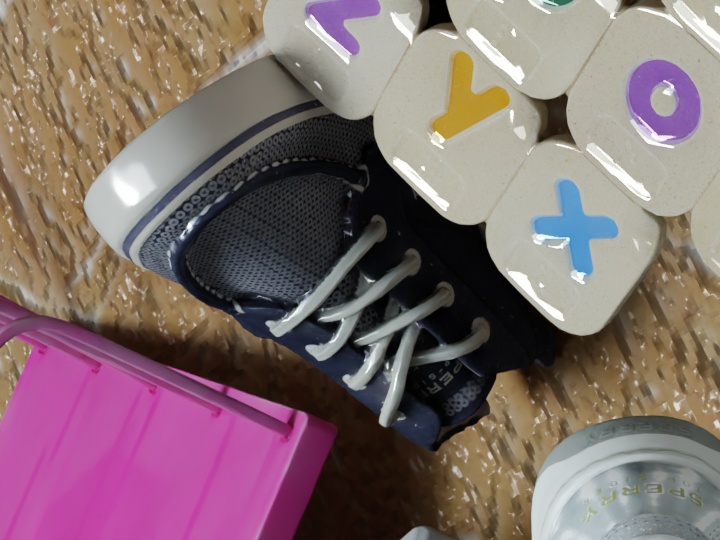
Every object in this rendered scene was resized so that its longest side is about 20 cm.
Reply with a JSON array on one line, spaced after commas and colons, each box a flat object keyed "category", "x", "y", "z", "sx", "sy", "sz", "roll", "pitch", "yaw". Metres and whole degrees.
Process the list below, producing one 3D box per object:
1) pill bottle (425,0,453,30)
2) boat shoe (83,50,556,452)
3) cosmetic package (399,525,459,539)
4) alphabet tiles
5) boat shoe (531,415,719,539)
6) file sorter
[{"category": "pill bottle", "x": 0.034, "y": -0.152, "z": 0.741, "sx": 0.112, "sy": 0.112, "sz": 0.201, "roll": -10, "pitch": 97, "yaw": 51}, {"category": "boat shoe", "x": 0.000, "y": 0.000, "z": 0.804, "sx": 0.075, "sy": 0.200, "sz": 0.093, "roll": -41, "pitch": 77, "yaw": 15}, {"category": "cosmetic package", "x": 0.005, "y": 0.162, "z": 0.898, "sx": 0.200, "sy": 0.106, "sz": 0.091, "roll": -40, "pitch": 31, "yaw": 53}, {"category": "alphabet tiles", "x": 0.051, "y": -0.080, "z": 0.667, "sx": 0.200, "sy": 0.015, "sz": 0.196, "roll": 44, "pitch": 138, "yaw": 13}, {"category": "boat shoe", "x": 0.080, "y": 0.136, "z": 0.756, "sx": 0.065, "sy": 0.074, "sz": 0.203, "roll": -88, "pitch": -8, "yaw": -60}, {"category": "file sorter", "x": -0.129, "y": 0.076, "z": 0.950, "sx": 0.200, "sy": 0.125, "sz": 0.140, "roll": 14, "pitch": 79, "yaw": 59}]
